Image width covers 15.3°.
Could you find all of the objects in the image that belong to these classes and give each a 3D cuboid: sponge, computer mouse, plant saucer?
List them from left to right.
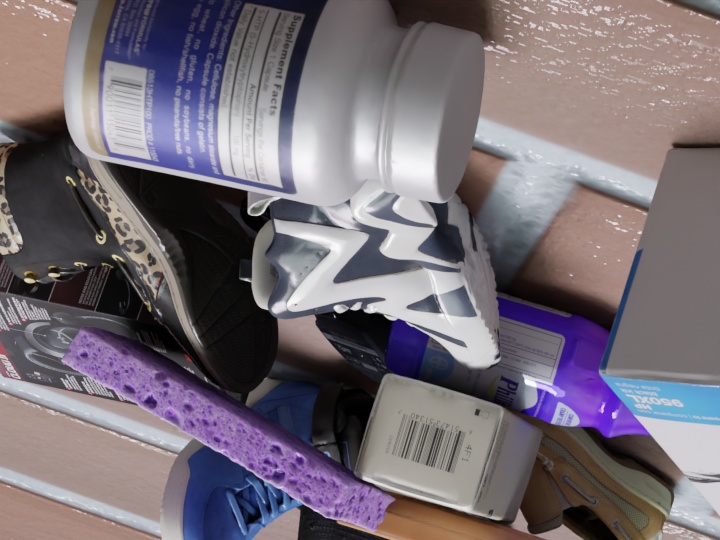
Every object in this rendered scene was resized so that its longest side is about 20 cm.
[{"bbox_3d":[-0.079,0.098,1.658,0.200,0.030,0.112,30,180,17],"label":"sponge"},{"bbox_3d":[-0.016,0.009,1.724,0.059,0.034,0.200,20,157,41],"label":"computer mouse"},{"bbox_3d":[0.083,0.185,1.806,0.200,0.032,0.200,17,175,1],"label":"plant saucer"}]

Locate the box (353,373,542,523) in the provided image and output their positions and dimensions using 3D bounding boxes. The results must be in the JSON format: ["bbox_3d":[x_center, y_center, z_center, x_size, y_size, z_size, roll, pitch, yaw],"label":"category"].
[{"bbox_3d":[0.058,0.114,1.690,0.082,0.069,0.200,16,175,14],"label":"box"}]

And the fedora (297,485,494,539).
[{"bbox_3d":[0.012,0.216,2.050,0.200,0.092,0.201,16,156,7],"label":"fedora"}]

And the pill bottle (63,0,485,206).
[{"bbox_3d":[-0.042,-0.098,1.399,0.199,0.120,0.120,12,155,13],"label":"pill bottle"}]

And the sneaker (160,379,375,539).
[{"bbox_3d":[-0.052,0.138,1.837,0.111,0.200,0.077,-1,115,26],"label":"sneaker"}]

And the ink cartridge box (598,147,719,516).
[{"bbox_3d":[0.223,0.045,1.480,0.084,0.145,0.200,3,151,34],"label":"ink cartridge box"}]

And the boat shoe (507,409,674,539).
[{"bbox_3d":[0.130,0.145,1.837,0.200,0.076,0.072,30,155,-21],"label":"boat shoe"}]

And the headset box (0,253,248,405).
[{"bbox_3d":[-0.177,0.025,1.805,0.199,0.077,0.149,12,154,17],"label":"headset box"}]

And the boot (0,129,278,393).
[{"bbox_3d":[-0.147,-0.010,1.673,0.150,0.073,0.200,-5,126,46],"label":"boot"}]

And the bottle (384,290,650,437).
[{"bbox_3d":[0.116,0.059,1.680,0.199,0.065,0.084,17,162,3],"label":"bottle"}]

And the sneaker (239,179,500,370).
[{"bbox_3d":[0.000,0.000,1.576,0.129,0.080,0.199,-15,144,16],"label":"sneaker"}]
